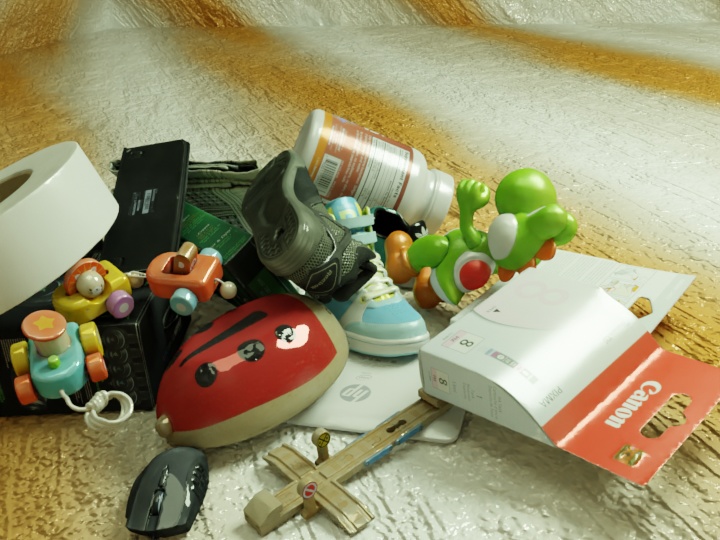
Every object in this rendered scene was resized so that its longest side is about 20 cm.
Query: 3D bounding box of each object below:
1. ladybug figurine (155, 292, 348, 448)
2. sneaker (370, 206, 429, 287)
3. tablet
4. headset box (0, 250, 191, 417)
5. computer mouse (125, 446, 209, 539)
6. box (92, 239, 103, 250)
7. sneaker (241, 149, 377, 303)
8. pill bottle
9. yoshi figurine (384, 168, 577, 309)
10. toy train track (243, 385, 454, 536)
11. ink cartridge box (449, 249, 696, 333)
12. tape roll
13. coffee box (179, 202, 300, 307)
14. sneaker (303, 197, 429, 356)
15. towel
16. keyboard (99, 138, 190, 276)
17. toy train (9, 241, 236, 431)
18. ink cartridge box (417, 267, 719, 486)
[{"bbox_3d":[-0.096,0.079,0.729,0.135,0.073,0.199,13,34,39],"label":"ladybug figurine"},{"bbox_3d":[0.009,-0.044,1.000,0.199,0.081,0.071,16,31,39],"label":"sneaker"},{"bbox_3d":[0.002,0.104,0.759,0.198,0.014,0.130,3,26,18],"label":"tablet"},{"bbox_3d":[-0.271,0.055,0.821,0.197,0.094,0.175,-3,25,4],"label":"headset box"},{"bbox_3d":[-0.150,0.185,0.584,0.058,0.034,0.200,-1,25,5],"label":"computer mouse"},{"bbox_3d":[-0.417,-0.034,1.066,0.140,0.080,0.200,-14,26,-27],"label":"box"},{"bbox_3d":[-0.050,-0.037,0.802,0.076,0.114,0.200,-41,33,10],"label":"sneaker"},{"bbox_3d":[0.012,-0.115,1.055,0.198,0.113,0.112,20,19,-15],"label":"pill bottle"},{"bbox_3d":[0.125,-0.039,0.849,0.199,0.113,0.112,-21,1,37],"label":"yoshi figurine"},{"bbox_3d":[-0.004,0.134,0.651,0.199,0.033,0.114,-26,35,-33],"label":"toy train track"},{"bbox_3d":[0.209,0.043,0.819,0.172,0.044,0.199,14,31,35],"label":"ink cartridge box"},{"bbox_3d":[-0.322,-0.033,0.757,0.201,0.071,0.203,-23,28,13],"label":"tape roll"},{"bbox_3d":[-0.140,-0.005,0.887,0.044,0.123,0.199,-46,37,-14],"label":"coffee box"},{"bbox_3d":[0.000,0.000,0.835,0.079,0.132,0.199,-10,21,-31],"label":"sneaker"},{"bbox_3d":[-0.179,-0.065,0.992,0.190,0.200,0.035,3,62,15],"label":"towel"},{"bbox_3d":[-0.238,-0.060,0.853,0.125,0.021,0.201,-8,45,3],"label":"keyboard"},{"bbox_3d":[-0.201,0.033,0.696,0.148,0.056,0.201,9,42,18],"label":"toy train"},{"bbox_3d":[0.171,0.071,0.666,0.162,0.058,0.199,-31,30,-36],"label":"ink cartridge box"}]
